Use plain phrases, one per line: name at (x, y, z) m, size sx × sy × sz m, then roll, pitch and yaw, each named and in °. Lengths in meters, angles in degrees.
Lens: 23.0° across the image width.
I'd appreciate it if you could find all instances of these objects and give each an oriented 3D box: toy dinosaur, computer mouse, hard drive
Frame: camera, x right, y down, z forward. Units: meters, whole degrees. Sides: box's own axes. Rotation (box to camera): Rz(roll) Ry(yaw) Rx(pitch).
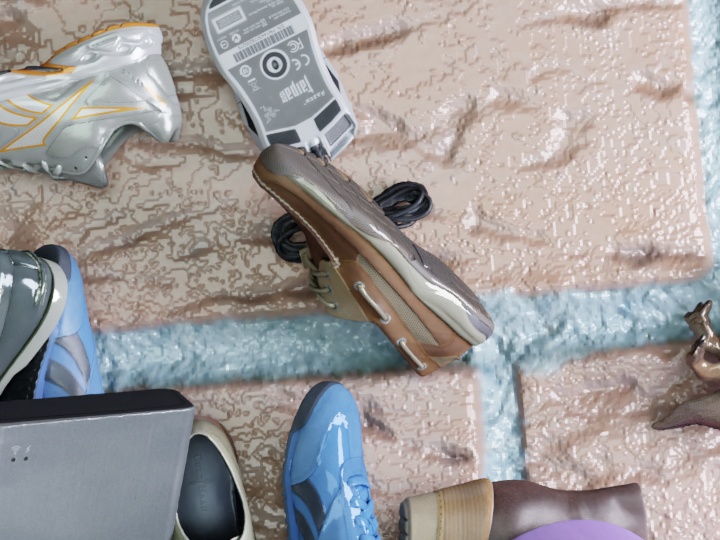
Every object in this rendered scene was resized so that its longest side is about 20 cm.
toy dinosaur at (0.291, 0.059, 1.166) m, size 0.136 × 0.086 × 0.200 m, roll 44°, pitch 91°, yaw -7°
computer mouse at (-0.039, -0.106, 1.173) m, size 0.109 × 0.044 × 0.202 m, roll -25°, pitch 94°, yaw 0°
hard drive at (-0.182, 0.174, 1.084) m, size 0.138 × 0.033 × 0.202 m, roll -3°, pitch 113°, yaw -37°

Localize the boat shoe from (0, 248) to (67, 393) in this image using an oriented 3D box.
boat shoe at (-0.263, 0.070, 1.113) m, size 0.201 × 0.062 × 0.073 m, roll -54°, pitch 50°, yaw 8°

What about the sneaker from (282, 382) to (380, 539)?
sneaker at (-0.007, 0.174, 1.124) m, size 0.078 × 0.066 × 0.203 m, roll 1°, pitch 84°, yaw 32°

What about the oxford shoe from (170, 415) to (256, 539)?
oxford shoe at (-0.094, 0.195, 1.133) m, size 0.070 × 0.074 × 0.202 m, roll -15°, pitch 89°, yaw -7°

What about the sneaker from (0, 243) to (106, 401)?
sneaker at (-0.193, 0.086, 1.148) m, size 0.078 × 0.066 × 0.202 m, roll 14°, pitch 70°, yaw -42°

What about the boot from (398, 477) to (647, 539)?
boot at (0.106, 0.235, 1.146) m, size 0.164 × 0.072 × 0.202 m, roll 1°, pitch 94°, yaw -9°

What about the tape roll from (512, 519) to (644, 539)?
tape roll at (0.137, 0.262, 1.107) m, size 0.198 × 0.066 × 0.202 m, roll -7°, pitch 106°, yaw -25°

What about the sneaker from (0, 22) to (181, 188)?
sneaker at (-0.208, -0.086, 1.146) m, size 0.198 × 0.076 × 0.093 m, roll -23°, pitch 93°, yaw -4°

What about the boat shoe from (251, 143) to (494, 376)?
boat shoe at (0.000, 0.000, 1.129) m, size 0.072 × 0.076 × 0.200 m, roll -44°, pitch 113°, yaw 11°
